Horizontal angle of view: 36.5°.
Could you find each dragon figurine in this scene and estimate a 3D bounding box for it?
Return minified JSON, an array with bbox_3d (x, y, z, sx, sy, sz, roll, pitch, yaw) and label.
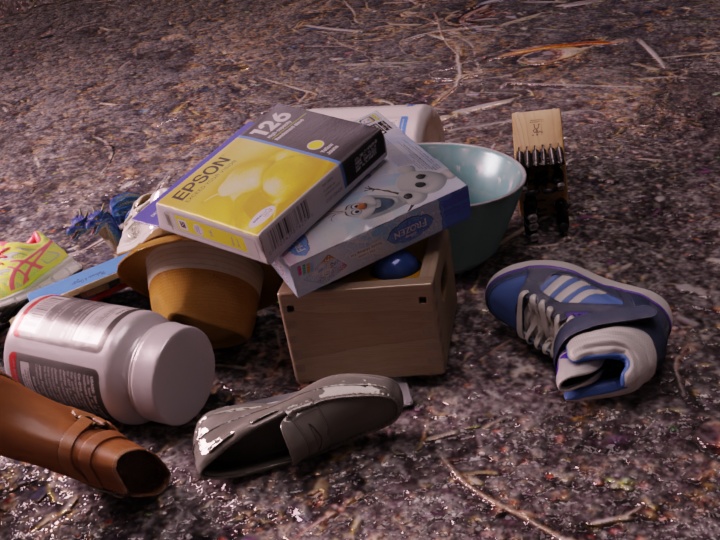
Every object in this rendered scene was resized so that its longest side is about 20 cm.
[{"bbox_3d":[-0.293,-0.068,1.435,0.058,0.101,0.199,13,35,37],"label":"dragon figurine"}]

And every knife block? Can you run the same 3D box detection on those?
[{"bbox_3d":[0.229,-0.103,1.377,0.063,0.178,0.200,-4,-17,10],"label":"knife block"}]

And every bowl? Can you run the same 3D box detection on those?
[{"bbox_3d":[0.092,-0.067,1.273,0.197,0.107,0.201,0,26,0],"label":"bowl"}]

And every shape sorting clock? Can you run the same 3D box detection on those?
[{"bbox_3d":[-0.310,0.025,1.267,0.198,0.040,0.200,-24,-2,-1],"label":"shape sorting clock"}]

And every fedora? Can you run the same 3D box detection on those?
[{"bbox_3d":[-0.166,0.033,1.163,0.197,0.201,0.083,-6,65,9],"label":"fedora"}]

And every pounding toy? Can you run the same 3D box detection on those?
[{"bbox_3d":[0.000,0.000,1.139,0.181,0.144,0.201,-4,26,12],"label":"pounding toy"}]

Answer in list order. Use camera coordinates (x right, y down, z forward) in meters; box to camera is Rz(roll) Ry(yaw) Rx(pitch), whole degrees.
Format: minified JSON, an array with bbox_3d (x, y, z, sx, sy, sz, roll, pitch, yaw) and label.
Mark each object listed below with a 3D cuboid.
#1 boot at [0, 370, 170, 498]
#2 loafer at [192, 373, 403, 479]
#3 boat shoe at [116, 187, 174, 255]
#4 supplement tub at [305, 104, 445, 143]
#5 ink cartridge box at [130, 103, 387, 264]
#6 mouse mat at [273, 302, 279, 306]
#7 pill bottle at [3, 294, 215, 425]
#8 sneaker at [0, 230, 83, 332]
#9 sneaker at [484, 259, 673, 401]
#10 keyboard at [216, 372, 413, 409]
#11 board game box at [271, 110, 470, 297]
[{"bbox_3d":[-0.270,0.147,0.956,0.153,0.075,0.199,18,-3,31],"label":"boot"},{"bbox_3d":[-0.055,0.146,0.986,0.197,0.071,0.070,-17,32,5],"label":"loafer"},{"bbox_3d":[-0.242,-0.056,1.286,0.070,0.071,0.199,-1,-8,-26],"label":"boat shoe"},{"bbox_3d":[0.006,-0.153,1.457,0.197,0.134,0.132,1,29,22],"label":"supplement tub"},{"bbox_3d":[-0.107,-0.099,1.104,0.198,0.047,0.198,19,49,33],"label":"ink cartridge box"},{"bbox_3d":[0.000,-0.003,1.310,0.159,0.008,0.200,4,32,26],"label":"mouse mat"},{"bbox_3d":[-0.252,0.092,1.101,0.198,0.115,0.114,8,32,30],"label":"pill bottle"},{"bbox_3d":[-0.425,0.012,1.311,0.078,0.091,0.200,-38,3,28],"label":"sneaker"},{"bbox_3d":[0.190,0.060,1.040,0.197,0.082,0.146,11,30,26],"label":"sneaker"},{"bbox_3d":[-0.049,0.135,1.064,0.197,0.011,0.057,-12,32,-2],"label":"keyboard"},{"bbox_3d":[-0.021,-0.075,1.118,0.197,0.044,0.200,-24,38,-15],"label":"board game box"}]
